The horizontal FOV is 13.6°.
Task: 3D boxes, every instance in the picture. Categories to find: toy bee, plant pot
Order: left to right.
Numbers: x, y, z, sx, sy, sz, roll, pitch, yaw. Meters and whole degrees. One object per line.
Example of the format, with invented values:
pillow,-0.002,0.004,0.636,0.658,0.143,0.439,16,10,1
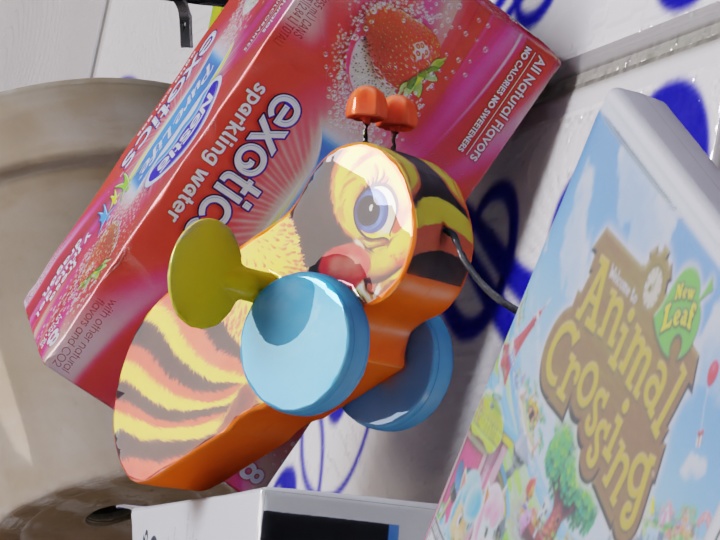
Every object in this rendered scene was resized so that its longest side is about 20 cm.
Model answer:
plant pot,-0.129,0.037,1.380,0.200,0.199,0.175,130,133,-54
toy bee,0.000,0.000,1.024,0.131,0.199,0.109,44,-146,-68

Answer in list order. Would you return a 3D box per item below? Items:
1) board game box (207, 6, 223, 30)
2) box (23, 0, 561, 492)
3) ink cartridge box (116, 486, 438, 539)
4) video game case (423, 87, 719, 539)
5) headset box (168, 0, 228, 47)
board game box,-0.024,-0.174,1.404,0.102,0.047,0.201,161,121,-70
box,-0.028,-0.031,1.117,0.201,0.099,0.095,-55,17,4
ink cartridge box,-0.020,0.103,1.083,0.200,0.099,0.040,164,112,-72
video game case,0.065,0.068,0.792,0.200,0.022,0.183,-115,44,-65
headset box,-0.067,-0.196,1.288,0.149,0.077,0.202,-153,70,-82
